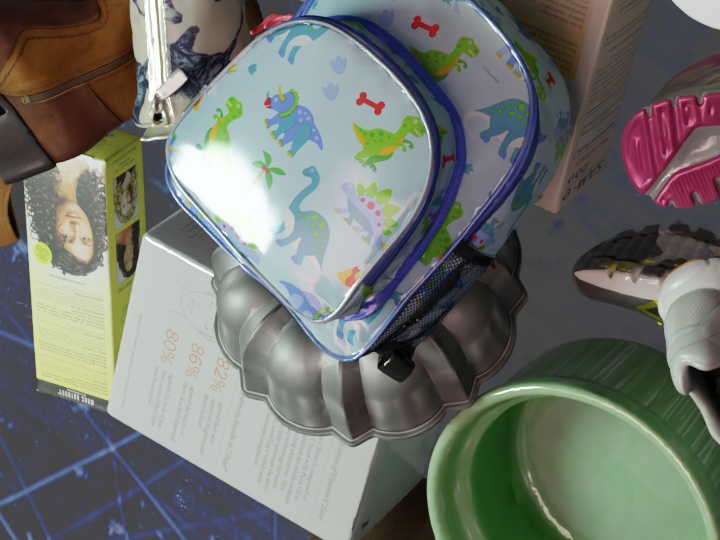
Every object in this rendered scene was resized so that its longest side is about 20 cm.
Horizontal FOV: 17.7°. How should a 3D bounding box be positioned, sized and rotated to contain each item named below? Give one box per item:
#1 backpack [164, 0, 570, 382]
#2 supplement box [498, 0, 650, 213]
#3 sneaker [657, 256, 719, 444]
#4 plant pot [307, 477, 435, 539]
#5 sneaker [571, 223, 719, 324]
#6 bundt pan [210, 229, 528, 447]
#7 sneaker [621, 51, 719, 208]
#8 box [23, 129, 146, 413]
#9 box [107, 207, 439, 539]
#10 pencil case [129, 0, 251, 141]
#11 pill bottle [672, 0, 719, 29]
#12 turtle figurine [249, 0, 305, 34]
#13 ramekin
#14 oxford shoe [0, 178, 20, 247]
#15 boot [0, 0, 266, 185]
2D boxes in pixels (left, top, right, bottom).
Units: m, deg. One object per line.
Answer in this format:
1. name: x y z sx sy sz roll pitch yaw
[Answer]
1. backpack: 0.008 -0.069 1.275 0.183 0.147 0.200 46 104 16
2. supplement box: 0.097 -0.152 1.346 0.125 0.073 0.201 26 124 20
3. sneaker: 0.236 0.086 1.298 0.200 0.092 0.076 38 129 -20
4. plant pot: 0.001 0.266 1.543 0.186 0.200 0.188 15 121 26
5. sneaker: 0.216 0.031 1.365 0.199 0.074 0.085 11 120 28
6. bundt pan: 0.000 0.000 1.405 0.201 0.203 0.076 28 166 17
7. sneaker: 0.244 -0.096 1.282 0.198 0.088 0.082 -6 115 10
8. box: -0.191 -0.002 1.623 0.075 0.050 0.201 14 121 26
9. box: -0.049 0.060 1.528 0.199 0.106 0.153 28 125 18
10. pencil case: -0.110 -0.181 1.385 0.077 0.090 0.201 -1 111 15
11. pill bottle: 0.221 -0.191 1.166 0.111 0.200 0.112 14 120 26
12. turtle figurine: -0.016 -0.214 1.376 0.149 0.101 0.201 -12 99 30
13. ramekin: 0.151 0.140 1.448 0.199 0.098 0.201 15 121 26
14. oxford shoe: -0.264 -0.109 1.618 0.071 0.071 0.201 2 117 -1
15. boot: -0.166 -0.168 1.431 0.199 0.069 0.189 -26 113 -5
